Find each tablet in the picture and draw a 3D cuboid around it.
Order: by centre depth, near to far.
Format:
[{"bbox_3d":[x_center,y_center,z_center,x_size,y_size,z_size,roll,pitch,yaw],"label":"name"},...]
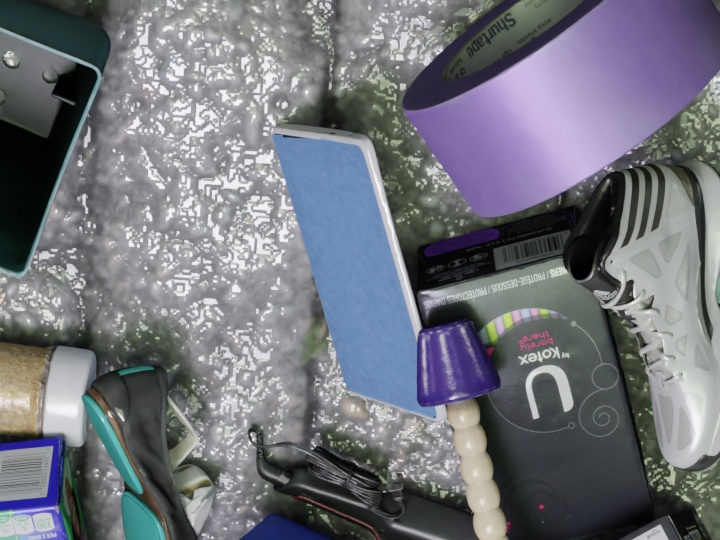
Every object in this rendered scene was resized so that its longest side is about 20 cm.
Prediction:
[{"bbox_3d":[0.000,0.000,1.508,0.014,0.130,0.201,-25,109,-25],"label":"tablet"}]

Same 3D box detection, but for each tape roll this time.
[{"bbox_3d":[0.130,-0.127,1.418,0.199,0.200,0.085,-34,104,11],"label":"tape roll"}]

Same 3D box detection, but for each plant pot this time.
[{"bbox_3d":[-0.240,-0.113,1.432,0.140,0.200,0.142,22,107,-6],"label":"plant pot"}]

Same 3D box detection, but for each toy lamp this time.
[{"bbox_3d":[0.077,0.132,1.450,0.058,0.058,0.202,-15,93,6],"label":"toy lamp"}]

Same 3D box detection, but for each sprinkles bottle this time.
[{"bbox_3d":[-0.285,0.077,1.563,0.198,0.068,0.069,8,108,-1],"label":"sprinkles bottle"}]

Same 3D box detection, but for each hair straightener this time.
[{"bbox_3d":[0.011,0.153,1.587,0.199,0.041,0.077,27,140,1],"label":"hair straightener"}]

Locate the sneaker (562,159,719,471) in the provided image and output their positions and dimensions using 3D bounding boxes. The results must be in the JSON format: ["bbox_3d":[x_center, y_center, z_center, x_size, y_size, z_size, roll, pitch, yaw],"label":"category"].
[{"bbox_3d":[0.177,0.031,1.445,0.115,0.075,0.202,-2,89,-32],"label":"sneaker"}]

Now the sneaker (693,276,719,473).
[{"bbox_3d":[0.243,0.042,1.534,0.081,0.074,0.202,-6,108,9],"label":"sneaker"}]

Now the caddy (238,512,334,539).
[{"bbox_3d":[-0.053,0.256,1.553,0.104,0.200,0.142,25,106,11],"label":"caddy"}]

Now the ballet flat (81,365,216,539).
[{"bbox_3d":[-0.137,0.147,1.572,0.068,0.068,0.201,-28,133,-21],"label":"ballet flat"}]

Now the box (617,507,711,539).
[{"bbox_3d":[0.146,0.230,1.550,0.199,0.161,0.049,-31,77,12],"label":"box"}]

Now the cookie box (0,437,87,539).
[{"bbox_3d":[-0.271,0.222,1.568,0.170,0.075,0.201,-6,127,3],"label":"cookie box"}]

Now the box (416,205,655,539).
[{"bbox_3d":[0.118,0.076,1.531,0.121,0.106,0.201,-14,107,6],"label":"box"}]
